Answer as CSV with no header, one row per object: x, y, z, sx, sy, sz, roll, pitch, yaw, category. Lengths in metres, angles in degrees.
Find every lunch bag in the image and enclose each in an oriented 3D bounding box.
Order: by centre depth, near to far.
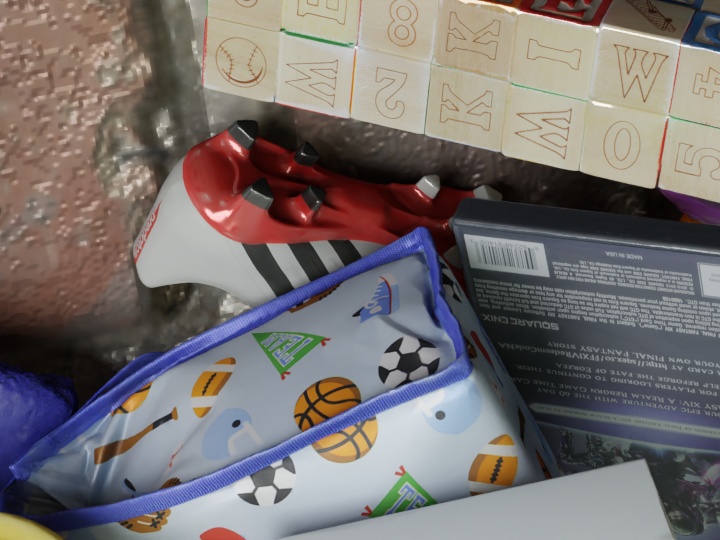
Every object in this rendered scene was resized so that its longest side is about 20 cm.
-0.021,0.105,1.024,0.199,0.124,0.171,-28,119,7,lunch bag

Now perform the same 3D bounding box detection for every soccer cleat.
0.000,0.000,1.071,0.199,0.069,0.085,18,136,-31,soccer cleat

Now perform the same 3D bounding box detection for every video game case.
0.120,0.059,1.042,0.142,0.019,0.201,7,135,24,video game case

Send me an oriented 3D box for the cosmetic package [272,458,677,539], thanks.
0.048,0.171,0.976,0.150,0.052,0.201,-13,130,-4,cosmetic package

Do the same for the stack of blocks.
0.055,-0.095,0.939,0.199,0.115,0.059,14,123,13,stack of blocks

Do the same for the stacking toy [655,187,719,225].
0.158,-0.058,1.065,0.115,0.110,0.201,-11,136,-23,stacking toy

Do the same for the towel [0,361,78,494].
-0.208,0.117,1.026,0.147,0.050,0.201,18,97,-25,towel

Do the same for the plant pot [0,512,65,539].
-0.124,0.222,0.963,0.200,0.201,0.189,-35,132,7,plant pot
